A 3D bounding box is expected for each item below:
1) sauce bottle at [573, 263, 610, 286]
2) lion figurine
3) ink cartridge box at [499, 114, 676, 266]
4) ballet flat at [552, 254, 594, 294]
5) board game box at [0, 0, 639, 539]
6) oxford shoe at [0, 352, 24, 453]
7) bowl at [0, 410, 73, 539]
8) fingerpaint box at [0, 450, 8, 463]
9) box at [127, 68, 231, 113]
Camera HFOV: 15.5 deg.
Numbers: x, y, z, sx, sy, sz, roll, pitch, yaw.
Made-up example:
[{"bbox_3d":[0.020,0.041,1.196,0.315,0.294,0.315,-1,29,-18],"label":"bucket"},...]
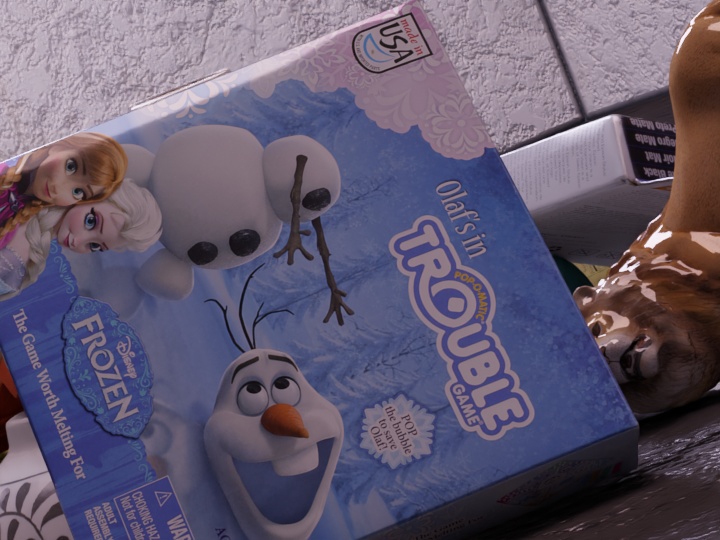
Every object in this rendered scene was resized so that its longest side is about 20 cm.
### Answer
[{"bbox_3d":[0.068,0.026,1.325,0.200,0.065,0.065,-24,4,-29],"label":"sauce bottle"},{"bbox_3d":[0.148,-0.039,1.054,0.122,0.201,0.072,6,-9,30],"label":"lion figurine"},{"bbox_3d":[0.169,-0.035,1.219,0.199,0.041,0.200,6,-11,-32],"label":"ink cartridge box"},{"bbox_3d":[0.074,0.035,1.196,0.070,0.071,0.200,-21,4,10],"label":"ballet flat"},{"bbox_3d":[-0.029,0.020,0.970,0.198,0.200,0.043,-22,-28,-8],"label":"board game box"},{"bbox_3d":[-0.153,0.029,1.116,0.071,0.073,0.200,-26,-12,-37],"label":"oxford shoe"},{"bbox_3d":[-0.086,0.088,1.061,0.200,0.095,0.201,-22,4,2],"label":"bowl"},{"bbox_3d":[-0.200,0.132,1.242,0.166,0.074,0.200,-23,4,-27],"label":"fingerpaint box"},{"bbox_3d":[-0.083,-0.053,1.613,0.068,0.082,0.200,-22,-10,1],"label":"box"}]
